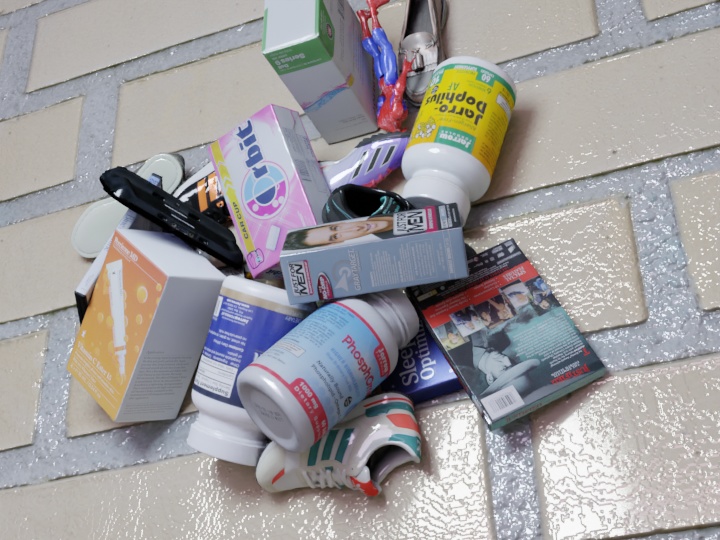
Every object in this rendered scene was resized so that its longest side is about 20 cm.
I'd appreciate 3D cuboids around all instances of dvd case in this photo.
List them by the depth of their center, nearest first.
[{"bbox_3d":[0.157,0.066,1.228,0.145,0.022,0.200,-25,55,-10],"label":"dvd case"},{"bbox_3d":[-0.311,-0.014,1.446,0.017,0.143,0.201,23,60,5],"label":"dvd case"}]

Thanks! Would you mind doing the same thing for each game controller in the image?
[{"bbox_3d":[-0.233,-0.063,1.376,0.042,0.200,0.104,-52,28,13],"label":"game controller"}]

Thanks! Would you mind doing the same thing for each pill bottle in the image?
[{"bbox_3d":[-0.030,0.098,1.208,0.108,0.109,0.200,28,54,35],"label":"pill bottle"},{"bbox_3d":[-0.129,0.116,1.276,0.115,0.116,0.201,15,89,32],"label":"pill bottle"},{"bbox_3d":[0.115,-0.153,1.360,0.112,0.113,0.201,7,63,29],"label":"pill bottle"}]

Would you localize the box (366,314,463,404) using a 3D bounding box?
[{"bbox_3d":[0.059,0.095,1.282,0.199,0.032,0.122,-21,53,13],"label":"box"}]

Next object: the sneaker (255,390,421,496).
[{"bbox_3d":[-0.023,0.211,1.221,0.199,0.070,0.094,-25,47,6],"label":"sneaker"}]

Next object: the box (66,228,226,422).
[{"bbox_3d":[-0.262,0.067,1.355,0.124,0.097,0.201,36,110,38],"label":"box"}]

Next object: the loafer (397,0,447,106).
[{"bbox_3d":[0.079,-0.318,1.512,0.072,0.063,0.201,-8,57,21],"label":"loafer"}]

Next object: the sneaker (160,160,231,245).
[{"bbox_3d":[-0.184,-0.097,1.493,0.200,0.070,0.090,-47,49,-11],"label":"sneaker"}]

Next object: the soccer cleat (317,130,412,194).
[{"bbox_3d":[-0.006,-0.118,1.432,0.199,0.068,0.074,-20,66,15],"label":"soccer cleat"}]

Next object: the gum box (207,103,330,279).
[{"bbox_3d":[-0.109,-0.103,1.403,0.113,0.066,0.201,-28,73,26],"label":"gum box"}]

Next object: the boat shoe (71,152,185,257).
[{"bbox_3d":[-0.324,-0.093,1.564,0.201,0.072,0.060,-40,10,13],"label":"boat shoe"}]

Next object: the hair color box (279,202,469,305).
[{"bbox_3d":[0.016,-0.020,1.229,0.199,0.061,0.099,-9,18,5],"label":"hair color box"}]

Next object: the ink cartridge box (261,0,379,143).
[{"bbox_3d":[-0.048,-0.288,1.469,0.087,0.200,0.146,-14,56,21],"label":"ink cartridge box"}]

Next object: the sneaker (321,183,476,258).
[{"bbox_3d":[0.048,-0.043,1.304,0.199,0.079,0.076,22,63,1],"label":"sneaker"}]

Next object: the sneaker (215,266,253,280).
[{"bbox_3d":[-0.180,0.031,1.420,0.082,0.078,0.200,-35,44,-30],"label":"sneaker"}]

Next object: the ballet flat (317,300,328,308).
[{"bbox_3d":[0.000,0.000,1.351,0.071,0.069,0.200,22,67,29],"label":"ballet flat"}]

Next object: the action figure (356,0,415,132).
[{"bbox_3d":[0.038,-0.258,1.470,0.065,0.051,0.201,-25,71,61],"label":"action figure"}]
